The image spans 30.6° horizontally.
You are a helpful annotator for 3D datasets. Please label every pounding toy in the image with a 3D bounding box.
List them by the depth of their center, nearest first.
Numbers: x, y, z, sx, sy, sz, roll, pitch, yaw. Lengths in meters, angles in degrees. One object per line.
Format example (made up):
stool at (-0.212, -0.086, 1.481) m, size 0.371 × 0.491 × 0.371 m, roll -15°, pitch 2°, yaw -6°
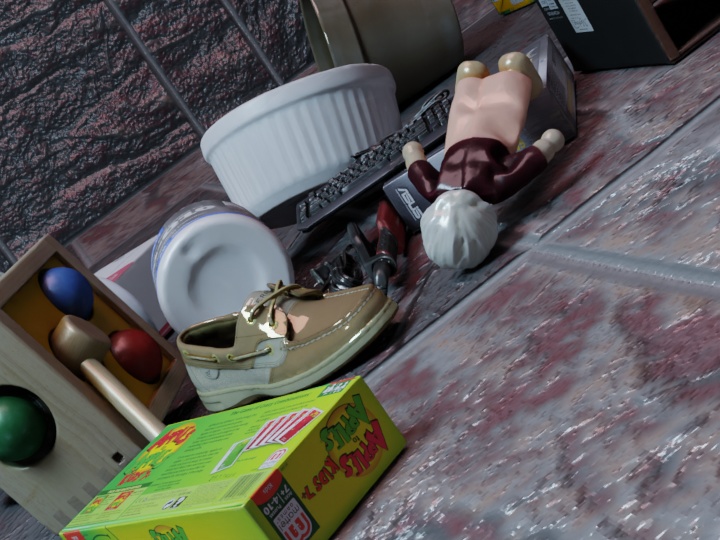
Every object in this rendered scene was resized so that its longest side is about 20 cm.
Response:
pounding toy at (-0.208, 0.084, 0.961) m, size 0.142 × 0.184 × 0.200 m, roll -44°, pitch 10°, yaw 17°

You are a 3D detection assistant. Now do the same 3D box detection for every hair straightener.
hair straightener at (0.000, 0.000, 1.016) m, size 0.077 × 0.041 × 0.200 m, roll -33°, pitch 17°, yaw 11°

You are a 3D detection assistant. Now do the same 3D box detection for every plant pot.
plant pot at (0.032, -0.294, 1.679) m, size 0.172 × 0.201 × 0.200 m, roll -20°, pitch 12°, yaw -5°

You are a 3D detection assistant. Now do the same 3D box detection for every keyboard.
keyboard at (0.028, -0.105, 1.121) m, size 0.199 × 0.021 × 0.127 m, roll -34°, pitch 13°, yaw 9°

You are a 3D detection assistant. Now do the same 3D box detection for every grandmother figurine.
grandmother figurine at (0.087, -0.078, 0.940) m, size 0.121 × 0.061 × 0.201 m, roll -14°, pitch 37°, yaw 32°

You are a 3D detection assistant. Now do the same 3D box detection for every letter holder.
letter holder at (0.251, -0.252, 1.120) m, size 0.142 × 0.101 × 0.200 m, roll -35°, pitch 13°, yaw -7°

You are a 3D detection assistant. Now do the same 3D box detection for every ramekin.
ramekin at (-0.046, -0.112, 1.262) m, size 0.201 × 0.095 × 0.202 m, roll -21°, pitch -7°, yaw -3°

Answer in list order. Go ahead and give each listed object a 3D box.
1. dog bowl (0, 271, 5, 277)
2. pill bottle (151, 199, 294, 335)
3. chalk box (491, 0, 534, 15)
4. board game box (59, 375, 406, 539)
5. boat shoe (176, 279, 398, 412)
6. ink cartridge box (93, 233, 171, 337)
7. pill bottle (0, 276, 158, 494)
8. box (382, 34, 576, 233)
dog bowl at (-0.372, 0.099, 1.222) m, size 0.079 × 0.201 × 0.200 m, roll -15°, pitch 23°, yaw 49°
pill bottle at (-0.125, -0.002, 1.146) m, size 0.113 × 0.114 × 0.200 m, roll -36°, pitch 13°, yaw -5°
chalk box at (0.256, -0.464, 1.805) m, size 0.200 × 0.125 × 0.124 m, roll -39°, pitch 14°, yaw -22°
board game box at (-0.076, 0.122, 0.729) m, size 0.199 × 0.048 × 0.102 m, roll -19°, pitch 20°, yaw 49°
boat shoe at (-0.060, 0.045, 0.919) m, size 0.199 × 0.067 × 0.074 m, roll -24°, pitch 17°, yaw 40°
ink cartridge box at (-0.282, 0.059, 1.398) m, size 0.199 × 0.085 × 0.146 m, roll -29°, pitch 14°, yaw 33°
pill bottle at (-0.277, 0.104, 1.163) m, size 0.111 × 0.112 × 0.200 m, roll -19°, pitch 21°, yaw 50°
box at (0.106, -0.122, 1.131) m, size 0.158 × 0.048 × 0.200 m, roll -31°, pitch 15°, yaw 18°
